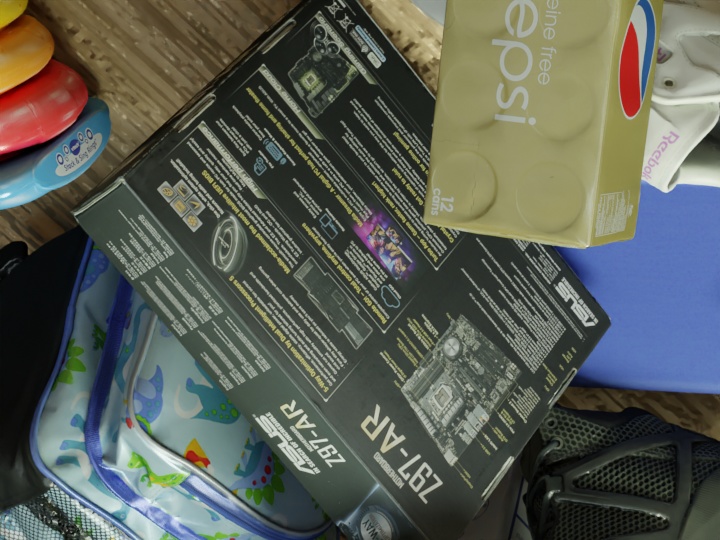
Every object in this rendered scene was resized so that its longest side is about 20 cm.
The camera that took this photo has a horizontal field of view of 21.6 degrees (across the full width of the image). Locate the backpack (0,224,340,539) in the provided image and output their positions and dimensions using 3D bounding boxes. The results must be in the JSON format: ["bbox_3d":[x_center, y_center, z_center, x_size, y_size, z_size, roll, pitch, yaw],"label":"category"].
[{"bbox_3d":[-0.087,0.086,0.899,0.146,0.184,0.200,-22,129,29],"label":"backpack"}]

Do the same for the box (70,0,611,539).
[{"bbox_3d":[0.000,0.000,0.790,0.200,0.160,0.043,50,140,-11],"label":"box"}]

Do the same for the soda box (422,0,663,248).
[{"bbox_3d":[0.074,-0.112,0.695,0.067,0.064,0.201,9,97,22],"label":"soda box"}]

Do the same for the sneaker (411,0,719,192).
[{"bbox_3d":[0.103,-0.090,0.750,0.199,0.100,0.075,22,133,1],"label":"sneaker"}]

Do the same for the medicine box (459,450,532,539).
[{"bbox_3d":[0.081,0.213,0.935,0.103,0.200,0.182,-28,116,33],"label":"medicine box"}]

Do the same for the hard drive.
[{"bbox_3d":[0.156,0.001,0.855,0.199,0.025,0.132,2,128,16],"label":"hard drive"}]

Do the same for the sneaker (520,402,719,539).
[{"bbox_3d":[0.094,0.133,0.858,0.114,0.199,0.076,31,145,27],"label":"sneaker"}]

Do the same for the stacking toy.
[{"bbox_3d":[-0.192,-0.128,0.825,0.109,0.116,0.201,-5,112,21],"label":"stacking toy"}]
